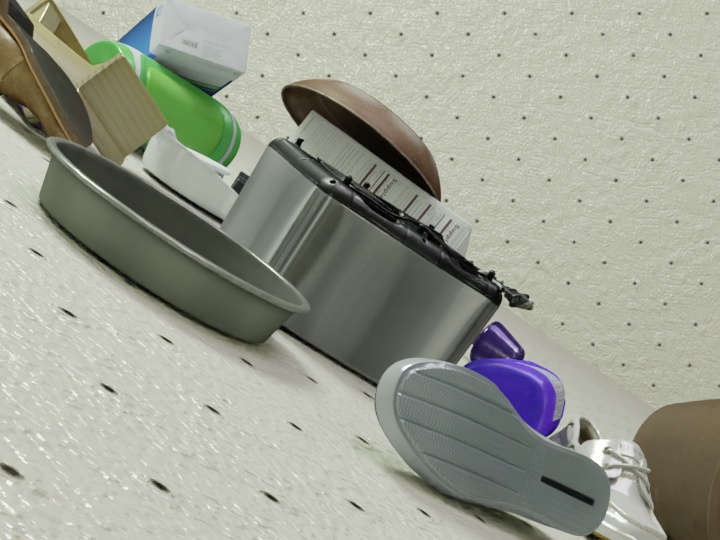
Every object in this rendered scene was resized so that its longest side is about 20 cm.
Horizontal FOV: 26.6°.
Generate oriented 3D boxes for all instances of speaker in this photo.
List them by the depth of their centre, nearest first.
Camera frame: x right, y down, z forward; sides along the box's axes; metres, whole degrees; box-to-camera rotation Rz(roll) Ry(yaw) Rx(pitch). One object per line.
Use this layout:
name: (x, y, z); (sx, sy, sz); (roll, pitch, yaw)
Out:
speaker: (-0.212, -0.167, 1.595); (0.088, 0.089, 0.200); (37, 5, 37)

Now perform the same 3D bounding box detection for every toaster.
toaster: (0.000, 0.000, 1.173); (0.181, 0.119, 0.200); (31, 5, -23)

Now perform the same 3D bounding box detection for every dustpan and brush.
dustpan and brush: (-0.176, -0.112, 1.463); (0.140, 0.057, 0.200); (38, 6, 38)

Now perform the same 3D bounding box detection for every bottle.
bottle: (0.126, 0.106, 1.246); (0.083, 0.066, 0.200); (11, -1, 13)

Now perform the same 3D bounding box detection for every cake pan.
cake pan: (-0.124, -0.017, 0.977); (0.200, 0.037, 0.200); (34, 4, -3)

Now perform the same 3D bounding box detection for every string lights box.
string lights box: (-0.212, -0.222, 1.665); (0.103, 0.059, 0.200); (16, -21, -29)

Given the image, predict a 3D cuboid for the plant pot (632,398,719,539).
plant pot: (0.330, 0.189, 1.325); (0.200, 0.201, 0.174); (31, -14, -36)

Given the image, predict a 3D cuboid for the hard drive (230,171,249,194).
hard drive: (-0.059, -0.036, 1.661); (0.200, 0.038, 0.140); (33, 5, -7)

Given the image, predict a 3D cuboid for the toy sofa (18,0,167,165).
toy sofa: (-0.263, -0.161, 1.346); (0.200, 0.098, 0.083); (38, -17, 50)

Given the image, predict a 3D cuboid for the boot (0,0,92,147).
boot: (-0.282, -0.157, 1.222); (0.200, 0.075, 0.074); (53, -1, 27)

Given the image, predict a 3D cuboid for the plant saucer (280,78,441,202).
plant saucer: (0.009, -0.131, 1.527); (0.200, 0.037, 0.200); (36, -13, 9)

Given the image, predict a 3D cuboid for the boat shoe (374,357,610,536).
boat shoe: (0.072, 0.113, 0.929); (0.200, 0.072, 0.062); (35, -22, -35)

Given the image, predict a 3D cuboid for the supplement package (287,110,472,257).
supplement package: (-0.001, -0.046, 1.522); (0.200, 0.110, 0.114); (37, -12, 8)

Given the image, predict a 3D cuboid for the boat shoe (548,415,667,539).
boat shoe: (0.185, 0.157, 1.151); (0.071, 0.069, 0.200); (33, 5, -20)

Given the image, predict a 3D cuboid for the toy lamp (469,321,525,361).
toy lamp: (0.104, 0.052, 1.766); (0.200, 0.058, 0.058); (37, 5, 22)
